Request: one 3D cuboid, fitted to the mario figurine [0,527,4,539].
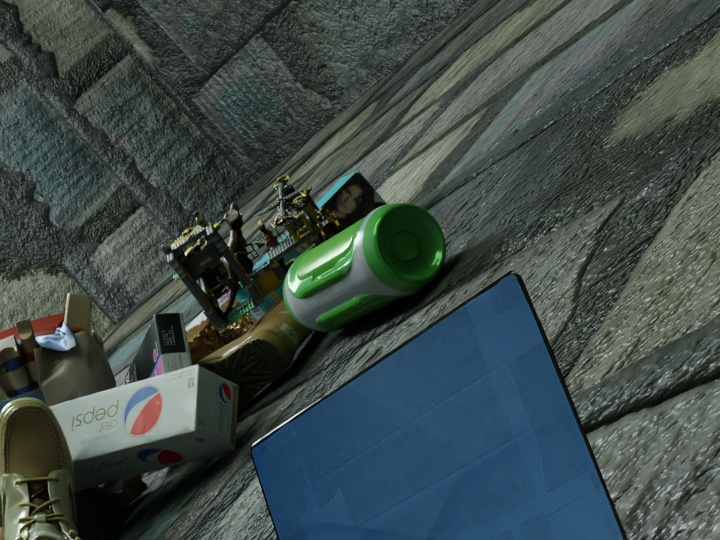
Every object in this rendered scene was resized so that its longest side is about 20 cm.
[{"bbox_3d":[-0.366,0.260,1.655,0.106,0.122,0.202,-155,76,-66],"label":"mario figurine"}]

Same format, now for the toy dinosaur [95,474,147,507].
[{"bbox_3d":[-0.289,0.256,1.619,0.106,0.061,0.199,-23,4,-35],"label":"toy dinosaur"}]

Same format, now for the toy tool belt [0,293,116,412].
[{"bbox_3d":[-0.359,0.106,1.571,0.198,0.124,0.125,-18,0,-12],"label":"toy tool belt"}]

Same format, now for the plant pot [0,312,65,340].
[{"bbox_3d":[-0.669,0.201,3.204,0.175,0.201,0.200,-28,10,6],"label":"plant pot"}]

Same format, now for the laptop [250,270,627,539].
[{"bbox_3d":[0.005,0.134,0.599,0.187,0.116,0.200,-37,10,38],"label":"laptop"}]

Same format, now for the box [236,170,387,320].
[{"bbox_3d":[-0.049,-0.016,1.717,0.200,0.082,0.049,-47,11,-23],"label":"box"}]

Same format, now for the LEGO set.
[{"bbox_3d":[-0.129,-0.041,1.610,0.199,0.116,0.154,-30,25,10],"label":"LEGO set"}]

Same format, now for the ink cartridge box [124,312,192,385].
[{"bbox_3d":[-0.213,0.130,1.570,0.037,0.095,0.200,-4,-27,-21],"label":"ink cartridge box"}]

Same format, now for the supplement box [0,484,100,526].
[{"bbox_3d":[-0.339,0.205,1.534,0.125,0.074,0.199,-17,1,44],"label":"supplement box"}]

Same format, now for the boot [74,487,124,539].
[{"bbox_3d":[-0.327,0.301,1.496,0.200,0.070,0.132,-42,0,-33],"label":"boot"}]

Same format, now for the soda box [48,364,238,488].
[{"bbox_3d":[-0.211,0.151,1.437,0.199,0.064,0.069,-17,59,31],"label":"soda box"}]

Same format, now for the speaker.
[{"bbox_3d":[0.000,0.000,1.399,0.089,0.089,0.200,-47,9,-29],"label":"speaker"}]

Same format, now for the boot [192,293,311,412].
[{"bbox_3d":[-0.086,0.062,1.588,0.174,0.066,0.200,-26,16,38],"label":"boot"}]

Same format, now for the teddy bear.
[{"bbox_3d":[-0.140,0.065,1.843,0.144,0.067,0.200,-18,18,49],"label":"teddy bear"}]

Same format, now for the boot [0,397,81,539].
[{"bbox_3d":[-0.285,0.218,1.347,0.071,0.202,0.155,-6,2,-14],"label":"boot"}]

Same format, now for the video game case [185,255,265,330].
[{"bbox_3d":[-0.182,0.056,2.124,0.181,0.036,0.200,-43,9,-3],"label":"video game case"}]
